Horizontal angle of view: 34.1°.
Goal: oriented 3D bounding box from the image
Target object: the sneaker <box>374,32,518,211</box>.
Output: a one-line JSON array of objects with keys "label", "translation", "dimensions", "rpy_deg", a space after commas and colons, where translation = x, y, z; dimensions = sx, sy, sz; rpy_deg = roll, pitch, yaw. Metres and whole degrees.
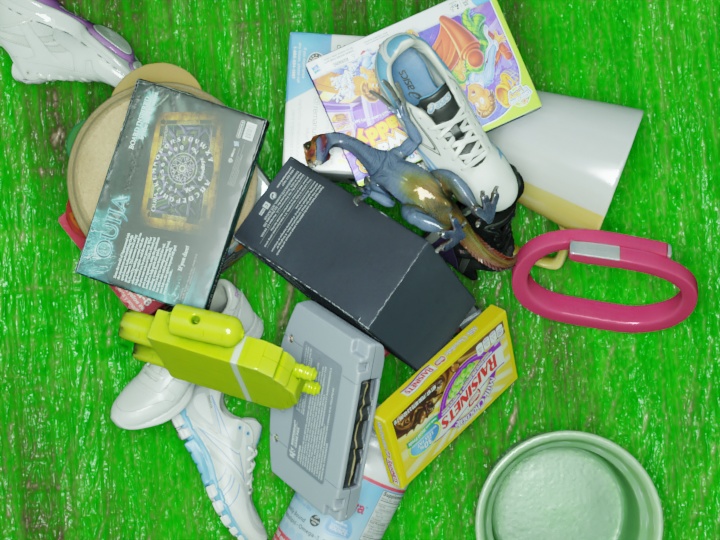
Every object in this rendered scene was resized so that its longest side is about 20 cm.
[{"label": "sneaker", "translation": [0.081, -0.137, 1.116], "dimensions": [0.072, 0.072, 0.200], "rpy_deg": [-37, 97, 0]}]

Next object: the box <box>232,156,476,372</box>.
[{"label": "box", "translation": [0.000, 0.000, 1.208], "dimensions": [0.182, 0.200, 0.104], "rpy_deg": [34, 86, 25]}]

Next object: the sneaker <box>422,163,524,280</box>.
[{"label": "sneaker", "translation": [0.141, -0.047, 1.250], "dimensions": [0.088, 0.200, 0.076], "rpy_deg": [45, 69, -2]}]

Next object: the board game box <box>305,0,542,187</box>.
[{"label": "board game box", "translation": [0.062, -0.183, 1.174], "dimensions": [0.199, 0.045, 0.135], "rpy_deg": [-24, 91, 0]}]

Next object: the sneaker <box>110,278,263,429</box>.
[{"label": "sneaker", "translation": [-0.200, 0.087, 1.278], "dimensions": [0.200, 0.075, 0.100], "rpy_deg": [-42, 133, -23]}]

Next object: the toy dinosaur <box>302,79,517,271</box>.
[{"label": "toy dinosaur", "translation": [0.033, -0.073, 1.112], "dimensions": [0.181, 0.200, 0.105], "rpy_deg": [28, 65, 40]}]

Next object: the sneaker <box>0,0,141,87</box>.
[{"label": "sneaker", "translation": [-0.330, -0.240, 1.320], "dimensions": [0.200, 0.075, 0.100], "rpy_deg": [31, 104, 6]}]

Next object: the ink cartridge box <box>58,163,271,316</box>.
[{"label": "ink cartridge box", "translation": [-0.192, -0.061, 1.276], "dimensions": [0.200, 0.145, 0.145], "rpy_deg": [-39, 88, 1]}]

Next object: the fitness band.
[{"label": "fitness band", "translation": [0.263, 0.013, 1.271], "dimensions": [0.199, 0.144, 0.038], "rpy_deg": [11, 58, 1]}]

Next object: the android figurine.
[{"label": "android figurine", "translation": [-0.136, 0.088, 1.164], "dimensions": [0.199, 0.182, 0.041], "rpy_deg": [14, 67, 11]}]

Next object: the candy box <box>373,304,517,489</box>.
[{"label": "candy box", "translation": [0.094, 0.133, 1.254], "dimensions": [0.026, 0.102, 0.200], "rpy_deg": [24, 51, 39]}]

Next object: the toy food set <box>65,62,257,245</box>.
[{"label": "toy food set", "translation": [-0.202, -0.093, 1.180], "dimensions": [0.200, 0.049, 0.198], "rpy_deg": [43, 91, 1]}]

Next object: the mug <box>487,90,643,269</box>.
[{"label": "mug", "translation": [0.203, -0.109, 1.272], "dimensions": [0.153, 0.149, 0.187], "rpy_deg": [21, 83, 9]}]

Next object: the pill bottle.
[{"label": "pill bottle", "translation": [-0.013, 0.245, 1.287], "dimensions": [0.108, 0.109, 0.200], "rpy_deg": [26, 90, 2]}]

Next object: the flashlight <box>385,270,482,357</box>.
[{"label": "flashlight", "translation": [0.039, 0.081, 1.312], "dimensions": [0.200, 0.068, 0.068], "rpy_deg": [-36, 127, 3]}]

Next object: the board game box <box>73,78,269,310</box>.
[{"label": "board game box", "translation": [-0.183, -0.071, 1.140], "dimensions": [0.135, 0.028, 0.201], "rpy_deg": [19, 91, 2]}]

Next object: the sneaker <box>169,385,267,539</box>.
[{"label": "sneaker", "translation": [-0.141, 0.210, 1.311], "dimensions": [0.086, 0.075, 0.200], "rpy_deg": [-26, 89, -5]}]

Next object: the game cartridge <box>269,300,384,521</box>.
[{"label": "game cartridge", "translation": [-0.040, 0.139, 1.207], "dimensions": [0.133, 0.040, 0.201], "rpy_deg": [29, 117, 41]}]

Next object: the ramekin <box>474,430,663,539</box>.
[{"label": "ramekin", "translation": [0.221, 0.270, 1.286], "dimensions": [0.199, 0.098, 0.201], "rpy_deg": [0, 90, 1]}]

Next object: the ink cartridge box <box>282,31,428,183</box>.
[{"label": "ink cartridge box", "translation": [0.023, -0.169, 1.271], "dimensions": [0.199, 0.146, 0.147], "rpy_deg": [3, 90, 0]}]
